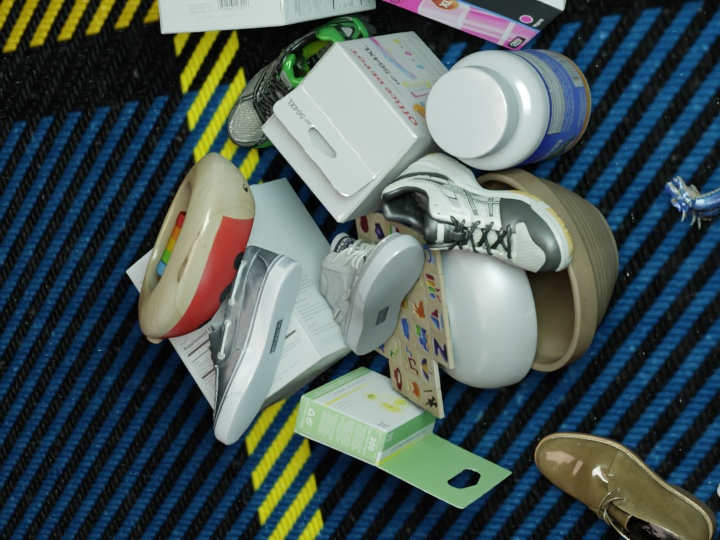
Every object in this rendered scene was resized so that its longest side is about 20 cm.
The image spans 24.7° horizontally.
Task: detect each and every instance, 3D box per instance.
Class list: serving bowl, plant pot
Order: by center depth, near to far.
[{"bbox_3d":[0.187,-0.010,1.604,0.201,0.092,0.202,44,144,45],"label":"plant pot"},{"bbox_3d":[0.094,0.028,1.639,0.200,0.065,0.201,44,143,46],"label":"serving bowl"}]

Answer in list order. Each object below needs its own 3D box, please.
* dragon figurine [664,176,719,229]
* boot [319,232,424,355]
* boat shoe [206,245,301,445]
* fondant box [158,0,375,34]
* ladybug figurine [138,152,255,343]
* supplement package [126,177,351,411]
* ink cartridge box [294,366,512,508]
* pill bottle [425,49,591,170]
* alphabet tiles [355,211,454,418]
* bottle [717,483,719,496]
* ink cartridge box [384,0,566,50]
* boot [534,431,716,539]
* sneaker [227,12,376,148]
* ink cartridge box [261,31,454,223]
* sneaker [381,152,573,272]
[{"bbox_3d":[0.383,-0.046,1.534,0.200,0.059,0.100,37,115,17],"label":"dragon figurine"},{"bbox_3d":[0.000,0.000,1.630,0.096,0.073,0.200,55,152,20],"label":"boot"},{"bbox_3d":[-0.120,0.073,1.642,0.067,0.072,0.201,22,106,18],"label":"boat shoe"},{"bbox_3d":[-0.092,-0.279,1.654,0.143,0.200,0.059,1,102,27],"label":"fondant box"},{"bbox_3d":[-0.160,-0.016,1.625,0.071,0.136,0.201,20,105,-19],"label":"ladybug figurine"},{"bbox_3d":[-0.112,0.032,1.757,0.150,0.152,0.201,-37,83,27],"label":"supplement package"},{"bbox_3d":[0.050,0.170,1.705,0.199,0.145,0.048,21,107,22],"label":"ink cartridge box"},{"bbox_3d":[0.138,-0.153,1.558,0.111,0.200,0.113,5,100,26],"label":"pill bottle"},{"bbox_3d":[0.047,0.044,1.661,0.167,0.008,0.202,29,132,57],"label":"alphabet tiles"},{"bbox_3d":[0.401,0.137,1.559,0.083,0.065,0.201,30,113,20],"label":"bottle"},{"bbox_3d":[0.089,-0.274,1.568,0.095,0.199,0.037,-37,37,60],"label":"ink cartridge box"},{"bbox_3d":[0.258,0.225,1.649,0.199,0.075,0.074,27,114,21],"label":"boot"},{"bbox_3d":[-0.076,-0.201,1.728,0.200,0.085,0.078,-41,81,29],"label":"sneaker"},{"bbox_3d":[0.012,-0.144,1.628,0.129,0.200,0.125,49,118,10],"label":"ink cartridge box"},{"bbox_3d":[0.103,-0.038,1.517,0.199,0.087,0.076,27,133,38],"label":"sneaker"}]
